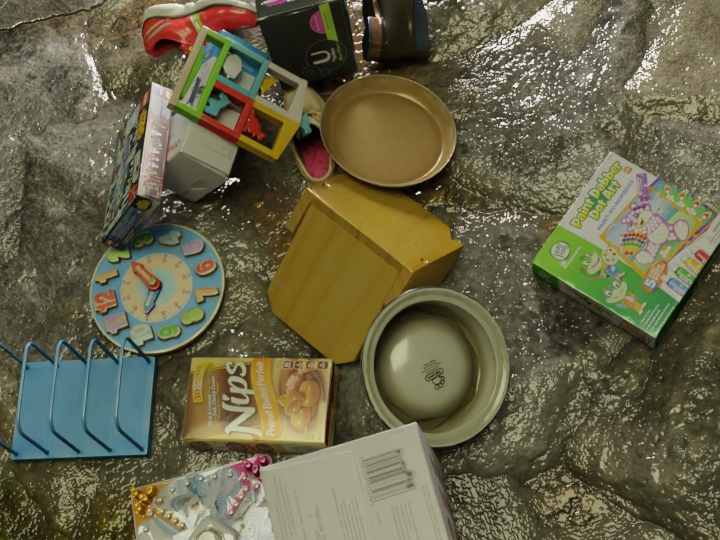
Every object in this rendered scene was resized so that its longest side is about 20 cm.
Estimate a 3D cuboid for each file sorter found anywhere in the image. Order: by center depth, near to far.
[{"bbox_3d":[-0.390,0.170,1.710,0.196,0.123,0.141,-3,66,9],"label":"file sorter"}]

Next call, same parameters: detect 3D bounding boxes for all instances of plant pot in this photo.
[{"bbox_3d":[0.038,-0.194,1.814,0.196,0.028,0.203,4,56,-6],"label":"plant pot"}]

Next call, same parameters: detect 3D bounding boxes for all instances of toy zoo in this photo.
[{"bbox_3d":[-0.156,-0.237,1.766,0.198,0.020,0.133,27,67,-15],"label":"toy zoo"}]

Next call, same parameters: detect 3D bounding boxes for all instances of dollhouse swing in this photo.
[{"bbox_3d":[0.000,0.000,1.758,0.199,0.178,0.181,36,36,23],"label":"dollhouse swing"}]

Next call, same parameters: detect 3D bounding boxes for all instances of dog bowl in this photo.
[{"bbox_3d":[0.087,0.125,1.626,0.197,0.074,0.204,2,83,-15],"label":"dog bowl"}]

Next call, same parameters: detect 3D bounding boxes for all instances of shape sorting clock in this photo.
[{"bbox_3d":[-0.289,0.023,1.801,0.196,0.039,0.203,-4,66,9],"label":"shape sorting clock"}]

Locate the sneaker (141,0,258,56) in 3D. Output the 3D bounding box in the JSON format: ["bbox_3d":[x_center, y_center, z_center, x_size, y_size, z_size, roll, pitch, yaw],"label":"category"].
[{"bbox_3d":[-0.243,-0.365,1.955,0.197,0.077,0.086,-5,76,16],"label":"sneaker"}]

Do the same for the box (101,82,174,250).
[{"bbox_3d":[-0.319,-0.149,1.818,0.039,0.137,0.203,19,52,-25],"label":"box"}]

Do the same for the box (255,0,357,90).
[{"bbox_3d":[-0.085,-0.397,1.869,0.122,0.149,0.202,-12,52,5],"label":"box"}]

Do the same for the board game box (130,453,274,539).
[{"bbox_3d":[-0.196,0.354,1.644,0.197,0.026,0.203,-15,64,4],"label":"board game box"}]

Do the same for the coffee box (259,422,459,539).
[{"bbox_3d":[0.015,0.326,1.519,0.197,0.198,0.202,-17,65,5],"label":"coffee box"}]

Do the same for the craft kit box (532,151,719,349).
[{"bbox_3d":[0.363,-0.031,1.697,0.196,0.049,0.201,31,75,24],"label":"craft kit box"}]

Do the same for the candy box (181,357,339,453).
[{"bbox_3d":[-0.132,0.180,1.692,0.196,0.055,0.117,0,66,11],"label":"candy box"}]

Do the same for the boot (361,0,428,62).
[{"bbox_3d":[0.053,-0.393,1.916,0.095,0.075,0.203,6,62,-9],"label":"boot"}]

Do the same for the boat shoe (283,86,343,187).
[{"bbox_3d":[-0.070,-0.197,1.839,0.073,0.069,0.202,-20,64,1],"label":"boat shoe"}]

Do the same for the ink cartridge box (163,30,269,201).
[{"bbox_3d":[-0.220,-0.221,1.830,0.085,0.146,0.203,26,67,-22],"label":"ink cartridge box"}]
